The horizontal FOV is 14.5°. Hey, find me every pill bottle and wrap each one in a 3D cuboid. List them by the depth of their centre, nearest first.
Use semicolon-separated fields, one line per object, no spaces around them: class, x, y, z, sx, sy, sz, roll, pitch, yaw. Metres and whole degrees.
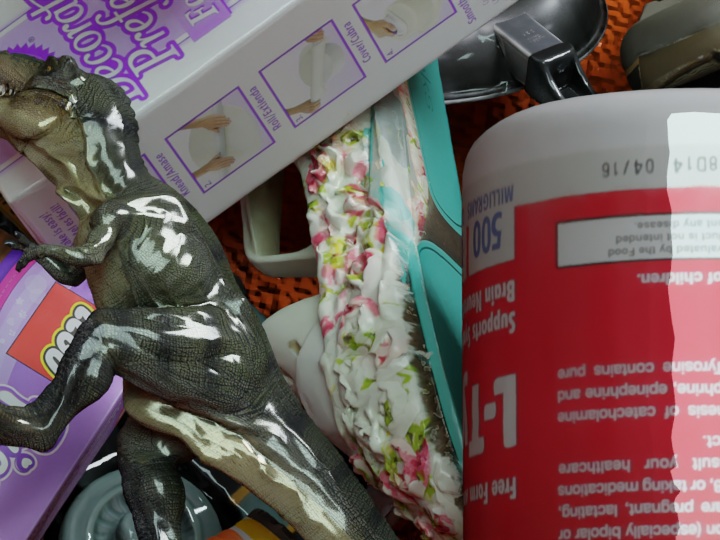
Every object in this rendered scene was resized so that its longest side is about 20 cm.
pill bottle;0.081;0.063;0.703;0.112;0.112;0.200;1;78;-6

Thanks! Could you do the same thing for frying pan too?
frying pan;0.030;-0.068;0.886;0.115;0.031;0.190;-9;32;-8

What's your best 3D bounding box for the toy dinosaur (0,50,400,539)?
toy dinosaur;-0.052;0.035;0.712;0.088;0.047;0.200;-36;90;-21

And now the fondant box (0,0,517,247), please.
fondant box;-0.037;-0.107;0.806;0.200;0.058;0.144;-36;54;-1

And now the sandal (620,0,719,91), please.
sandal;0.111;-0.100;0.878;0.082;0.200;0.055;-27;96;22

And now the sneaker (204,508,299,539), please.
sneaker;-0.023;0.170;0.757;0.090;0.070;0.200;-23;94;-15

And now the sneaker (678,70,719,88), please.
sneaker;0.088;0.001;0.880;0.200;0.072;0.083;-32;72;-21

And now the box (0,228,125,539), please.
box;-0.159;0.061;0.730;0.137;0.039;0.200;31;60;1

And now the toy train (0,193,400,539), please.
toy train;-0.079;0.033;0.834;0.200;0.085;0.114;42;66;14

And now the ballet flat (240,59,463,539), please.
ballet flat;0.000;0.000;0.807;0.064;0.076;0.200;-20;52;15
